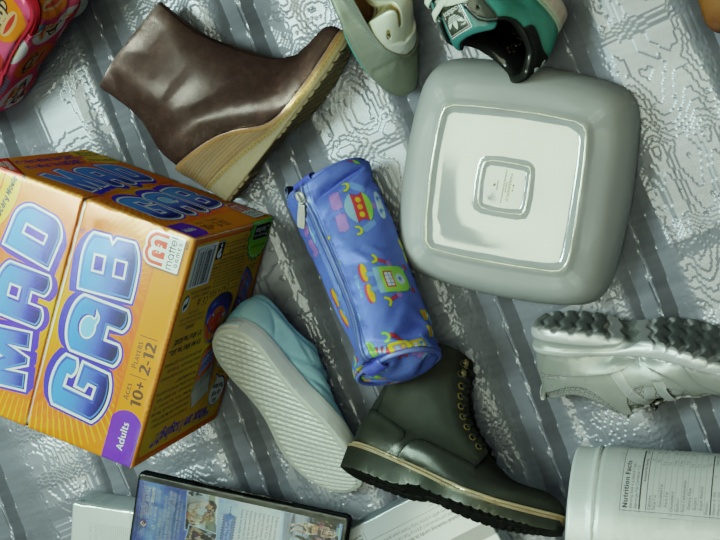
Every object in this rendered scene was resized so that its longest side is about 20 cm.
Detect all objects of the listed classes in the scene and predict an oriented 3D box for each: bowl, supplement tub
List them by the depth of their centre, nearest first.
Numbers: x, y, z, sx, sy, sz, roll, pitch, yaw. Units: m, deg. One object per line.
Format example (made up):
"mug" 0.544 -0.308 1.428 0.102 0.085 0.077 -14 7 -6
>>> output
"supplement tub" 0.274 0.215 1.358 0.198 0.132 0.133 2 97 15
"bowl" 0.127 -0.072 1.392 0.198 0.075 0.202 11 101 14

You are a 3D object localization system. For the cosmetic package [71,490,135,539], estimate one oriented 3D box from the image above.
"cosmetic package" -0.195 0.317 1.537 0.149 0.052 0.202 7 98 15

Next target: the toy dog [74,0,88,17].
"toy dog" -0.234 -0.332 1.462 0.132 0.096 0.200 45 120 3

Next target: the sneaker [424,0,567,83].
"sneaker" 0.082 -0.232 1.335 0.199 0.080 0.071 35 150 -19

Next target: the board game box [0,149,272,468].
"board game box" -0.221 0.024 1.430 0.198 0.200 0.201 19 101 12

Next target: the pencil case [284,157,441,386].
"pencil case" 0.000 0.000 1.404 0.078 0.086 0.201 -38 66 42

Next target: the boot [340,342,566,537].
"boot" 0.096 0.136 1.404 0.199 0.078 0.139 18 74 16

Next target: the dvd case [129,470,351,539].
"dvd case" -0.114 0.268 1.479 0.198 0.018 0.144 11 98 10

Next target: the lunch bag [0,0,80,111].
"lunch bag" -0.351 -0.244 1.460 0.176 0.082 0.200 46 135 3

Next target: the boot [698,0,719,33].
"boot" 0.223 -0.274 1.330 0.154 0.077 0.202 -11 88 9

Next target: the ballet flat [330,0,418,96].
"ballet flat" 0.007 -0.233 1.373 0.063 0.067 0.201 -7 123 46

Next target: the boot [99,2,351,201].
"boot" -0.120 -0.178 1.444 0.166 0.072 0.200 44 109 4

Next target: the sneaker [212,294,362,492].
"sneaker" -0.048 0.105 1.464 0.074 0.082 0.201 -15 118 36

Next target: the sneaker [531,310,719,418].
"sneaker" 0.242 0.086 1.391 0.198 0.075 0.083 9 113 21

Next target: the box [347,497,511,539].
"box" 0.077 0.296 1.468 0.155 0.041 0.201 -28 90 16
